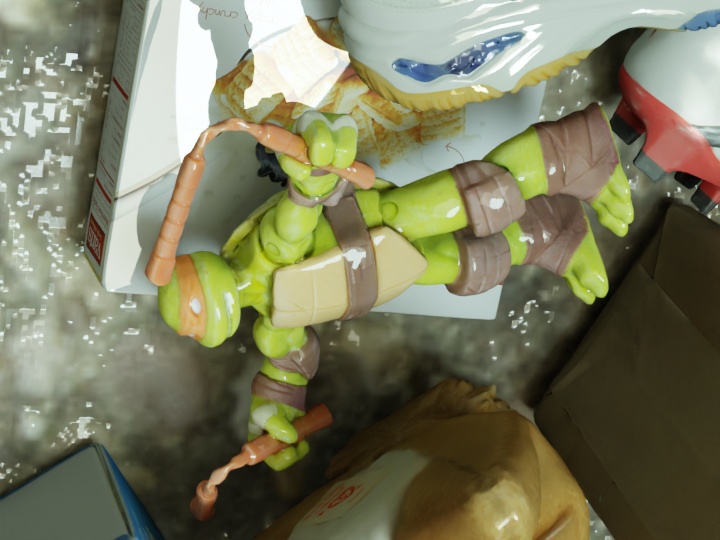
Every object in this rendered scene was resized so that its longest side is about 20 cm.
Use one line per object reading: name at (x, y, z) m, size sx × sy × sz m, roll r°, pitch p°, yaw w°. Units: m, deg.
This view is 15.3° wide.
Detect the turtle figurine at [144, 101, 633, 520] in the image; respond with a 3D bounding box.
turtle figurine at (0.000, 0.000, 0.859) m, size 0.161 × 0.065 × 0.200 m, roll -14°, pitch 141°, yaw -15°

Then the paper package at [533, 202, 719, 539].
paper package at (0.180, 0.089, 0.918) m, size 0.200 × 0.191 × 0.104 m, roll 32°, pitch 101°, yaw -23°

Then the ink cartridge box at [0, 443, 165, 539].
ink cartridge box at (-0.097, 0.186, 0.929) m, size 0.145 × 0.084 × 0.200 m, roll -32°, pitch 115°, yaw -4°

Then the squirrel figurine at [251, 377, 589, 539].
squirrel figurine at (0.051, 0.142, 0.891) m, size 0.141 × 0.200 × 0.187 m, roll -33°, pitch 100°, yaw 16°

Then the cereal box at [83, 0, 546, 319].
cereal box at (-0.006, -0.085, 0.882) m, size 0.143 × 0.040 × 0.201 m, roll 4°, pitch 108°, yaw -19°

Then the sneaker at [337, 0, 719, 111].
sneaker at (0.085, -0.121, 0.837) m, size 0.199 × 0.075 × 0.088 m, roll -21°, pitch 116°, yaw -13°

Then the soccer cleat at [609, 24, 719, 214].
soccer cleat at (0.176, -0.037, 0.932) m, size 0.200 × 0.069 × 0.085 m, roll 30°, pitch 109°, yaw -26°
